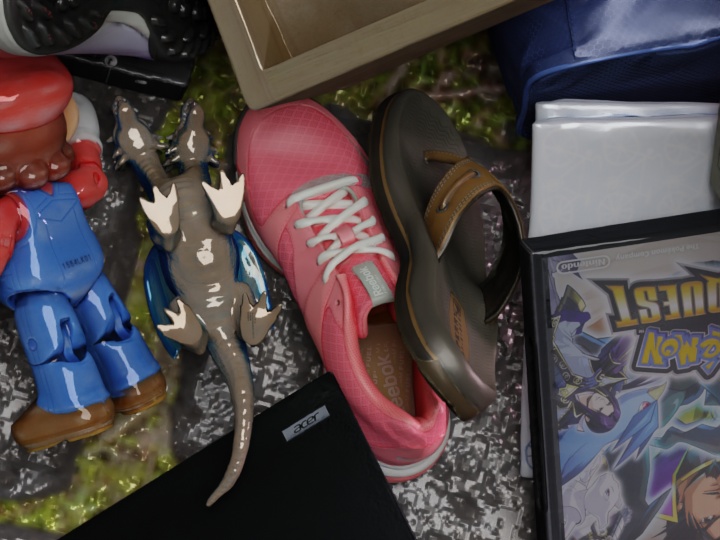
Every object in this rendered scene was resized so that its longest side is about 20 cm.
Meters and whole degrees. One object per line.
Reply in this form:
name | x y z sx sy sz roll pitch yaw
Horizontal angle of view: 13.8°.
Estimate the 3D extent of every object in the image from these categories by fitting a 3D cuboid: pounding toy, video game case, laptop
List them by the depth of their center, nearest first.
pounding toy | 0.019 -0.204 1.366 0.184 0.142 0.201 -21 90 26
laptop | -0.030 0.188 1.403 0.177 0.103 0.200 -32 111 7
video game case | 0.179 0.059 1.439 0.199 0.026 0.182 -9 110 -11

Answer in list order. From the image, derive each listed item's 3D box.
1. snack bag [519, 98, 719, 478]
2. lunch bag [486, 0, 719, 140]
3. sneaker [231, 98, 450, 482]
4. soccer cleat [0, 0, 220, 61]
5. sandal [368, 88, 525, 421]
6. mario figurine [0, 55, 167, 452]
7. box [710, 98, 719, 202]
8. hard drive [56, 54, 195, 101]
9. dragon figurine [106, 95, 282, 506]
snack bag | 0.176 0.010 1.449 0.199 0.021 0.189 0 107 -8
lunch bag | 0.158 -0.153 1.453 0.199 0.136 0.133 -9 77 -6
sneaker | 0.000 0.000 1.431 0.073 0.087 0.201 -21 83 -14
soccer cleat | -0.130 -0.129 1.360 0.073 0.200 0.069 5 98 27
sandal | 0.048 -0.015 1.411 0.054 0.200 0.082 -31 124 20
mario figurine | -0.165 -0.019 1.407 0.106 0.123 0.201 -17 95 4
box | 0.231 -0.089 1.321 0.108 0.201 0.128 -6 38 -9
hard drive | -0.167 -0.174 1.461 0.199 0.038 0.140 13 78 -8
dragon figurine | -0.073 0.007 1.419 0.059 0.099 0.201 -15 88 -5
